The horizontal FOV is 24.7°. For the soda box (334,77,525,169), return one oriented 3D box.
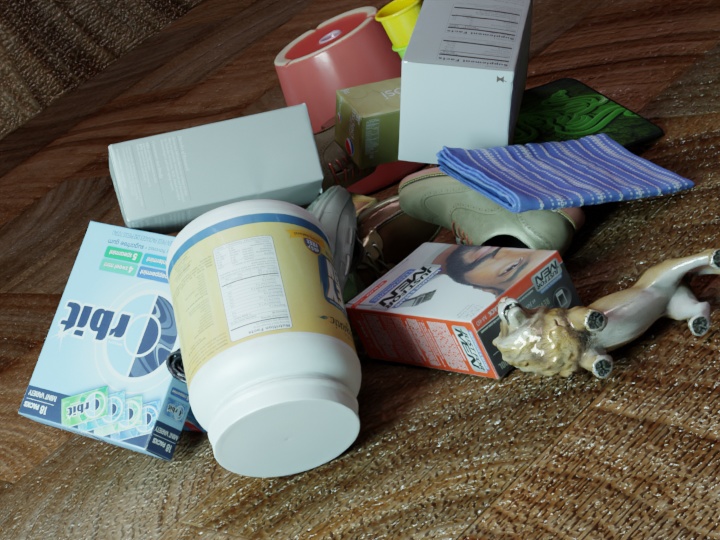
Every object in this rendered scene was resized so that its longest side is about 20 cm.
[{"bbox_3d":[0.074,-0.169,1.762,0.200,0.064,0.068,-13,37,-23],"label":"soda box"}]

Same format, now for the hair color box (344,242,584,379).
[{"bbox_3d":[0.087,0.031,1.449,0.111,0.064,0.200,-37,22,-26],"label":"hair color box"}]

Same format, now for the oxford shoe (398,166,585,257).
[{"bbox_3d":[0.109,-0.047,1.551,0.200,0.070,0.075,10,62,38],"label":"oxford shoe"}]

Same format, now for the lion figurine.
[{"bbox_3d":[0.207,0.033,1.293,0.199,0.073,0.122,-17,5,-8],"label":"lion figurine"}]

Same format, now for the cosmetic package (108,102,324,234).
[{"bbox_3d":[-0.141,-0.095,1.622,0.199,0.090,0.107,-15,-9,-10],"label":"cosmetic package"}]

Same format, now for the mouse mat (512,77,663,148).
[{"bbox_3d":[0.186,-0.146,1.675,0.200,0.008,0.161,-18,36,-28],"label":"mouse mat"}]

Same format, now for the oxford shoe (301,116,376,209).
[{"bbox_3d":[-0.028,-0.119,1.787,0.075,0.071,0.200,0,33,35],"label":"oxford shoe"}]

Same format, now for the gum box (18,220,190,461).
[{"bbox_3d":[-0.218,0.063,1.551,0.170,0.045,0.201,11,76,35],"label":"gum box"}]

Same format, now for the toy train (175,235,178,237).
[{"bbox_3d":[-0.189,0.015,1.610,0.200,0.056,0.150,-52,29,-8],"label":"toy train"}]

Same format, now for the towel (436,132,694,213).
[{"bbox_3d":[0.186,-0.093,1.520,0.199,0.024,0.145,-8,25,-27],"label":"towel"}]

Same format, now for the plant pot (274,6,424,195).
[{"bbox_3d":[-0.003,-0.210,2.001,0.200,0.178,0.201,-25,20,9],"label":"plant pot"}]

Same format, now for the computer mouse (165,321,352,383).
[{"bbox_3d":[-0.069,0.068,1.508,0.200,0.138,0.053,-39,-22,-50],"label":"computer mouse"}]

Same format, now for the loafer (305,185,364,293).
[{"bbox_3d":[-0.031,-0.024,1.580,0.070,0.070,0.200,-44,10,24],"label":"loafer"}]

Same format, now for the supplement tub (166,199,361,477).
[{"bbox_3d":[-0.080,0.057,1.386,0.144,0.145,0.200,-24,56,13],"label":"supplement tub"}]

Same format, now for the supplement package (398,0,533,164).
[{"bbox_3d":[0.107,-0.198,1.645,0.109,0.114,0.200,7,33,8],"label":"supplement package"}]

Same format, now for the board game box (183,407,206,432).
[{"bbox_3d":[-0.177,0.060,1.654,0.200,0.056,0.196,-2,52,52],"label":"board game box"}]

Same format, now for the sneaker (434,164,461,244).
[{"bbox_3d":[0.124,-0.103,1.695,0.074,0.088,0.200,-19,22,27],"label":"sneaker"}]

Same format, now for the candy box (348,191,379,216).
[{"bbox_3d":[-0.072,-0.011,1.781,0.200,0.055,0.115,-34,21,-16],"label":"candy box"}]

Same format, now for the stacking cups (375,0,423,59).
[{"bbox_3d":[0.086,-0.212,1.846,0.060,0.200,0.061,-24,24,11],"label":"stacking cups"}]

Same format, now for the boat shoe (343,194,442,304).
[{"bbox_3d":[0.000,0.000,1.646,0.200,0.076,0.074,-36,24,5],"label":"boat shoe"}]
